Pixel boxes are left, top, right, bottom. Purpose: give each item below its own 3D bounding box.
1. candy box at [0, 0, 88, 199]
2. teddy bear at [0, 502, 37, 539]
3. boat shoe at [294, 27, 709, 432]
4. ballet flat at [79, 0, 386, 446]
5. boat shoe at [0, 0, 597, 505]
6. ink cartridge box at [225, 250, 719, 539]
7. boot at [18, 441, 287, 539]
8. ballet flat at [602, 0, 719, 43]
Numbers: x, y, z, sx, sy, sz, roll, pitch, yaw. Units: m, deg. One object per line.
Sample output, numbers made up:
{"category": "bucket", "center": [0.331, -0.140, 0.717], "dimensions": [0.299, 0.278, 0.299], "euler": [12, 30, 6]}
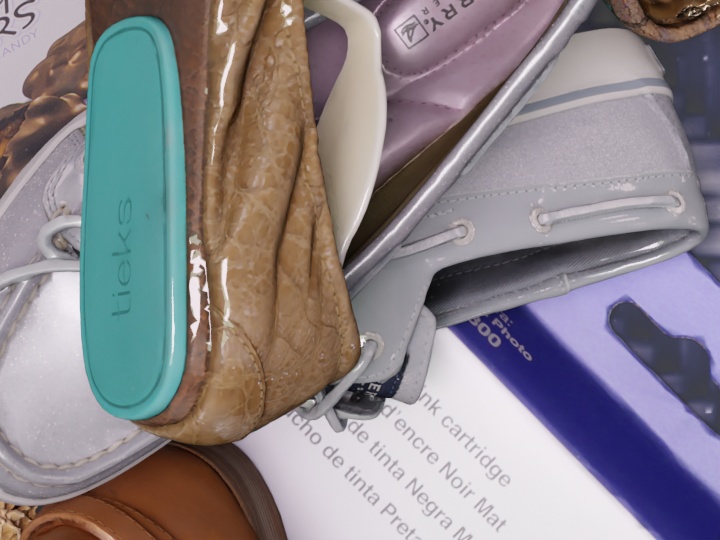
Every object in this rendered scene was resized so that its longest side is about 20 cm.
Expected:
{"category": "candy box", "center": [-0.119, -0.065, 0.732], "dimensions": [0.167, 0.200, 0.072], "euler": [-34, 53, -15]}
{"category": "teddy bear", "center": [-0.127, 0.107, 0.828], "dimensions": [0.067, 0.145, 0.201], "euler": [-25, 99, -33]}
{"category": "boat shoe", "center": [0.000, 0.000, 0.769], "dimensions": [0.200, 0.070, 0.072], "euler": [-21, 74, -17]}
{"category": "ballet flat", "center": [-0.027, -0.064, 0.650], "dimensions": [0.068, 0.072, 0.201], "euler": [-7, 88, 52]}
{"category": "boat shoe", "center": [-0.020, -0.023, 0.702], "dimensions": [0.202, 0.065, 0.075], "euler": [-40, 100, -11]}
{"category": "ink cartridge box", "center": [0.036, 0.082, 0.831], "dimensions": [0.200, 0.041, 0.200], "euler": [44, 101, 2]}
{"category": "boot", "center": [-0.031, 0.139, 0.748], "dimensions": [0.074, 0.155, 0.201], "euler": [-30, 90, 12]}
{"category": "ballet flat", "center": [0.141, -0.119, 0.759], "dimensions": [0.200, 0.067, 0.068], "euler": [-35, 123, 26]}
